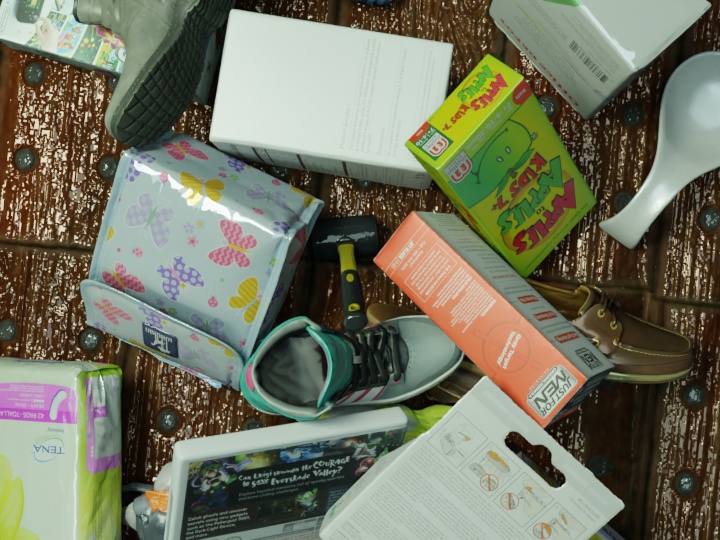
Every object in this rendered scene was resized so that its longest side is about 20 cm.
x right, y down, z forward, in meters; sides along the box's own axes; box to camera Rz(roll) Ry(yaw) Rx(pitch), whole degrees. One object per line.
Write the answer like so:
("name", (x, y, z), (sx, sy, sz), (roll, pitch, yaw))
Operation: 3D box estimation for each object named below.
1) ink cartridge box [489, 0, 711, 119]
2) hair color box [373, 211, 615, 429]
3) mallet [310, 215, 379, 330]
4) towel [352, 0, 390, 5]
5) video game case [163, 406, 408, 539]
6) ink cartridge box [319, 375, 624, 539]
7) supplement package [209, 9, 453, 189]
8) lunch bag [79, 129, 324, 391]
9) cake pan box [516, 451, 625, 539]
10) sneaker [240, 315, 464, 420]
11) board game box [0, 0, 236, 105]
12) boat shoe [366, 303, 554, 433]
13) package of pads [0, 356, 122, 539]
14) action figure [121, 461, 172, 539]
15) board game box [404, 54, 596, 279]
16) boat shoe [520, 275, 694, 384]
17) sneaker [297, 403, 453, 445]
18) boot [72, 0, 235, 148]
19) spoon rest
("ink cartridge box", (0.196, -0.226, 0.908), (0.087, 0.200, 0.145), (-41, 87, -3))
("hair color box", (0.114, 0.037, 0.892), (0.200, 0.101, 0.061), (45, 109, 19))
("mallet", (0.000, 0.000, 0.916), (0.065, 0.200, 0.041), (-9, 114, -7))
("towel", (-0.048, -0.319, 0.951), (0.199, 0.048, 0.112), (13, 91, -32))
("video game case", (-0.068, 0.200, 0.894), (0.199, 0.023, 0.183), (-5, 129, -24))
("ink cartridge box", (0.089, 0.199, 0.869), (0.161, 0.050, 0.200), (42, 103, -5))
("supplement package", (-0.024, -0.151, 0.952), (0.199, 0.117, 0.118), (10, 88, 2))
("lunch bag", (-0.149, 0.003, 0.943), (0.169, 0.127, 0.201), (27, 117, 3))
("cake pan box", (0.145, 0.292, 0.940), (0.184, 0.052, 0.200), (42, 103, -6))
("sneaker", (-0.008, 0.075, 0.872), (0.199, 0.121, 0.084), (-14, 82, 1))
("board game box", (-0.223, -0.257, 0.989), (0.199, 0.064, 0.148), (16, 89, 1))
("boat shoe", (0.089, 0.096, 0.965), (0.199, 0.070, 0.071), (24, 115, 10))
("package of pads", (-0.289, 0.181, 0.952), (0.154, 0.068, 0.201), (0, 89, 26))
("action figure", (-0.145, 0.262, 0.955), (0.199, 0.105, 0.195), (0, 98, 5))
("board game box", (0.128, -0.083, 0.912), (0.102, 0.200, 0.048), (-47, 50, 0))
("boat shoe", (0.208, 0.051, 0.954), (0.199, 0.072, 0.068), (13, 117, 4))
("sneaker", (0.021, 0.168, 0.964), (0.199, 0.076, 0.106), (12, 113, 21))
("boot", (-0.197, -0.206, 0.910), (0.130, 0.068, 0.201), (19, 74, 23))
("spoon rest", (0.299, -0.112, 0.970), (0.099, 0.061, 0.200), (35, 91, 2))
